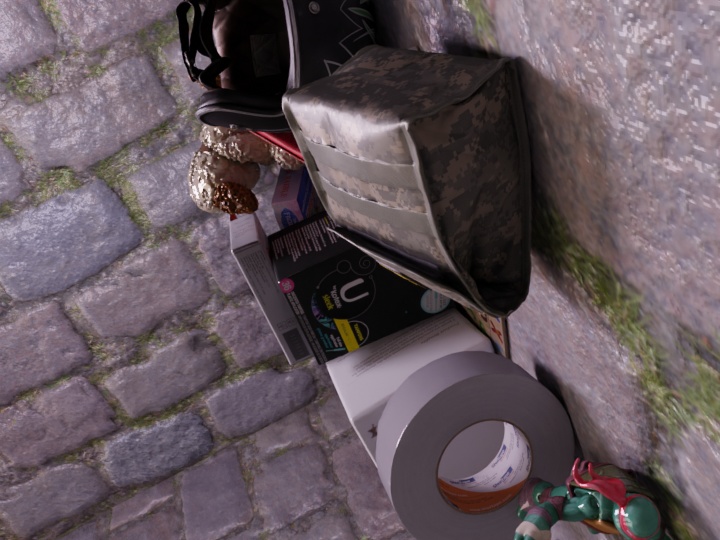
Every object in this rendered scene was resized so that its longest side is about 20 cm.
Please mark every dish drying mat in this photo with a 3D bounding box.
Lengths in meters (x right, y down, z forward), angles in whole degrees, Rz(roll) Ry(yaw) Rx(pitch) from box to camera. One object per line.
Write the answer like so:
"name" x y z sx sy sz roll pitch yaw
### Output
"dish drying mat" -0.067 -0.147 0.744 0.199 0.077 0.018 31 120 17

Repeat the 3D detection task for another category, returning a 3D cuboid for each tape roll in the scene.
"tape roll" 0.117 0.189 0.673 0.202 0.199 0.066 66 175 -18

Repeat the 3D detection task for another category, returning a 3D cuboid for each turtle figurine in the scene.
"turtle figurine" 0.205 0.213 0.543 0.149 0.101 0.200 22 171 4

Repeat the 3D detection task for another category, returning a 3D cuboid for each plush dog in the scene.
"plush dog" -0.178 -0.160 0.885 0.160 0.173 0.200 23 -176 -31

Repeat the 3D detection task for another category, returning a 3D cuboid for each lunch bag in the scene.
"lunch bag" 0.045 -0.060 0.512 0.164 0.117 0.201 30 149 49

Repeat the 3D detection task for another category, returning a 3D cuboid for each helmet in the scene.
"helmet" -0.077 -0.234 0.653 0.200 0.189 0.202 -8 -90 -76

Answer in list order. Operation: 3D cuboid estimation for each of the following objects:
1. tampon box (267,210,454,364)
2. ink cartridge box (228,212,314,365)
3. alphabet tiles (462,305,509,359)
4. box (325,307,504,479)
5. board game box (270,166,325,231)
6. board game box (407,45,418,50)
"tampon box" 0.000 0.000 0.856 0.127 0.199 0.151 -115 2 -57
"ink cartridge box" -0.128 0.008 0.920 0.174 0.043 0.201 -112 0 -59
"alphabet tiles" 0.122 -0.004 0.755 0.168 0.007 0.201 59 173 43
"box" 0.091 0.183 0.875 0.201 0.198 0.171 63 175 -22
"board game box" -0.073 -0.083 0.987 0.201 0.041 0.201 -85 -16 -47
"board game box" 0.048 -0.134 0.676 0.200 0.034 0.135 -175 61 -81
